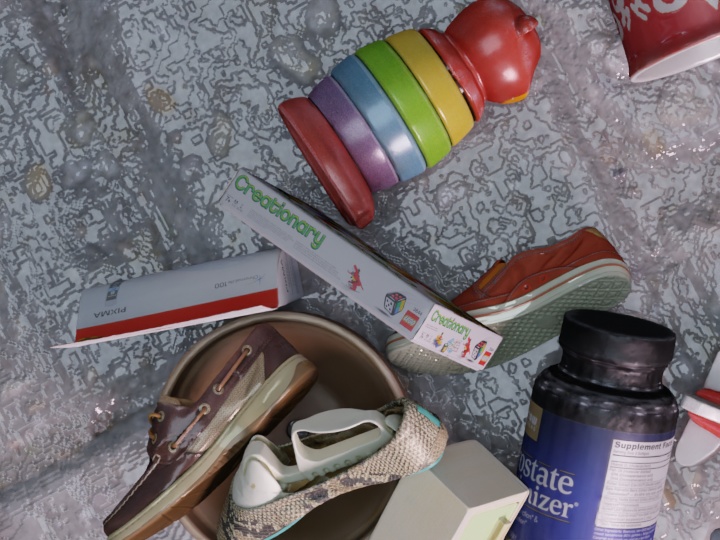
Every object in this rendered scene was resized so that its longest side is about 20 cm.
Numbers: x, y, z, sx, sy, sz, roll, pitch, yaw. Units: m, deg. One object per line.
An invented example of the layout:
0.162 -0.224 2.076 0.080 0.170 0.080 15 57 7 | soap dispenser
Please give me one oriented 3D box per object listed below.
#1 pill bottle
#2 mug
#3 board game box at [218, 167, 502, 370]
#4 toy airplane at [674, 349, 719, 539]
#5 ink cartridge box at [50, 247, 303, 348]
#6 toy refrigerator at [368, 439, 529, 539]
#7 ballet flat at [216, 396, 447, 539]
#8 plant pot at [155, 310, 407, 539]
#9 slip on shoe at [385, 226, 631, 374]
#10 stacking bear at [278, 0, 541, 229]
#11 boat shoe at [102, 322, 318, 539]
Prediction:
0.176 0.136 1.430 0.112 0.112 0.200 10 100 6 | pill bottle
0.249 -0.264 1.412 0.177 0.133 0.200 -21 86 7 | mug
0.000 0.000 1.412 0.200 0.126 0.035 35 94 29 | board game box
0.329 0.134 1.409 0.199 0.141 0.200 -21 90 7 | toy airplane
-0.136 0.019 1.426 0.160 0.200 0.047 -11 90 7 | ink cartridge box
0.045 0.230 1.434 0.070 0.076 0.200 42 120 30 | toy refrigerator
-0.036 0.137 1.377 0.200 0.068 0.075 -24 131 20 | ballet flat
-0.054 0.128 1.476 0.200 0.093 0.201 0 93 6 | plant pot
0.111 0.026 1.473 0.200 0.074 0.061 -25 53 14 | slip on shoe
0.049 -0.133 1.451 0.200 0.121 0.114 -33 96 -3 | stacking bear
-0.123 0.121 1.407 0.200 0.072 0.072 -45 78 3 | boat shoe
